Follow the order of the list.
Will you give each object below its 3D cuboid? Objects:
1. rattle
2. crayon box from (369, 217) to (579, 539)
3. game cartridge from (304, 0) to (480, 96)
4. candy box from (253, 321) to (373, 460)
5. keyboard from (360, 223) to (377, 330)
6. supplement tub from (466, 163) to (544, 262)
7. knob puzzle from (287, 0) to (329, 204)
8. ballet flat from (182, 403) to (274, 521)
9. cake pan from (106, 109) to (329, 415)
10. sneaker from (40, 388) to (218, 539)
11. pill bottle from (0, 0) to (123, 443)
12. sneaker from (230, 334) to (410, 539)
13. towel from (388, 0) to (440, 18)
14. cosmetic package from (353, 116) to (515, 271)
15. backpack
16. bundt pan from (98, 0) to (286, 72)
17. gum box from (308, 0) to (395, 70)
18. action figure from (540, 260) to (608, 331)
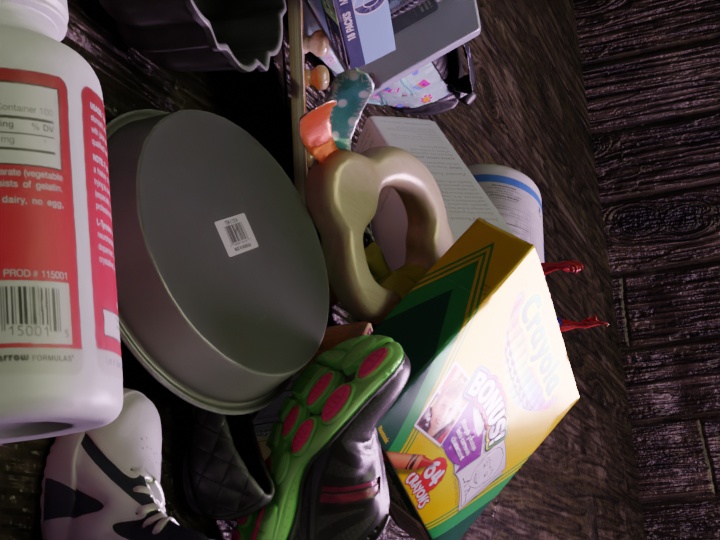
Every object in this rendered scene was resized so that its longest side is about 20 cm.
[{"bbox_3d":[-0.027,-0.051,0.927,0.130,0.143,0.200,-54,131,-13],"label":"rattle"},{"bbox_3d":[0.074,0.090,0.952,0.173,0.058,0.200,-45,142,-17],"label":"crayon box"},{"bbox_3d":[0.009,-0.258,1.071,0.200,0.133,0.041,61,1,2],"label":"game cartridge"},{"bbox_3d":[-0.024,0.130,0.974,0.200,0.055,0.116,-58,136,-65],"label":"candy box"},{"bbox_3d":[0.000,0.000,1.064,0.127,0.021,0.201,147,-76,-76],"label":"keyboard"},{"bbox_3d":[0.135,-0.002,1.408,0.132,0.131,0.201,57,30,-51],"label":"supplement tub"},{"bbox_3d":[-0.037,-0.114,1.005,0.220,0.030,0.221,178,-90,-88],"label":"knob puzzle"},{"bbox_3d":[-0.081,0.060,0.833,0.066,0.057,0.201,34,49,-61],"label":"ballet flat"},{"bbox_3d":[-0.087,-0.013,0.797,0.200,0.037,0.201,36,42,-40],"label":"cake pan"},{"bbox_3d":[-0.093,0.138,0.640,0.199,0.129,0.080,-78,153,-49],"label":"sneaker"},{"bbox_3d":[-0.162,-0.031,0.549,0.112,0.112,0.201,25,57,-68],"label":"pill bottle"},{"bbox_3d":[-0.016,0.129,0.826,0.200,0.084,0.077,-64,-154,17],"label":"sneaker"},{"bbox_3d":[0.023,-0.276,0.951,0.166,0.085,0.200,58,-9,-5],"label":"towel"},{"bbox_3d":[0.055,-0.029,1.063,0.200,0.074,0.102,60,-41,39],"label":"cosmetic package"},{"bbox_3d":[0.021,-0.233,1.188,0.200,0.126,0.167,32,37,-68],"label":"backpack"},{"bbox_3d":[-0.120,-0.218,0.831,0.202,0.076,0.203,-10,90,-71],"label":"bundt pan"},{"bbox_3d":[-0.043,-0.270,0.939,0.170,0.044,0.200,75,-11,-66],"label":"gum box"},{"bbox_3d":[0.167,0.026,1.141,0.200,0.099,0.066,-14,97,-82],"label":"action figure"}]
